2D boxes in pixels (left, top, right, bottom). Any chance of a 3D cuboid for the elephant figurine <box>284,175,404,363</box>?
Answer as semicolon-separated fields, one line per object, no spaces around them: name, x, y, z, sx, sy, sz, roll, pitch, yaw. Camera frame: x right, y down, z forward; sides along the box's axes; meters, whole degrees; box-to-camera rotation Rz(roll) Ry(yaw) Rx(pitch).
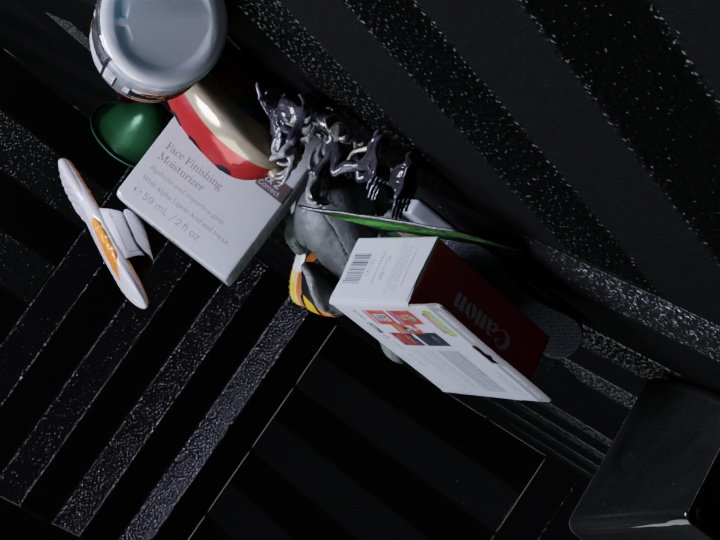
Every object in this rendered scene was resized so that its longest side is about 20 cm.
elephant figurine;0.000;0.000;1.514;0.154;0.141;0.202;-7;-112;-40

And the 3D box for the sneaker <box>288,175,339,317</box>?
sneaker;-0.041;-0.036;1.709;0.069;0.203;0.090;-14;-151;-39

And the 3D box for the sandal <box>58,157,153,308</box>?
sandal;-0.287;-0.055;1.539;0.208;0.059;0.079;59;162;13

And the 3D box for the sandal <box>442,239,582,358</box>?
sandal;0.161;0.030;1.485;0.199;0.076;0.043;37;-159;-6

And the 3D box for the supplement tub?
supplement tub;-0.197;-0.226;1.255;0.122;0.123;0.200;37;175;-12

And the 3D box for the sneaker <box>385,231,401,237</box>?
sneaker;0.016;-0.040;1.735;0.198;0.080;0.131;23;172;21

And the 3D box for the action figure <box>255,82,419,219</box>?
action figure;-0.042;-0.119;1.321;0.199;0.103;0.118;30;-176;34

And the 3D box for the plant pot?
plant pot;0.375;0.239;1.370;0.199;0.201;0.177;37;161;-7

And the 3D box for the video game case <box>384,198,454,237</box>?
video game case;0.112;-0.019;1.589;0.199;0.023;0.182;37;174;-14

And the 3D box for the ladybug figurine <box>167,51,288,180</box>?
ladybug figurine;-0.149;-0.169;1.417;0.201;0.072;0.135;54;-158;22

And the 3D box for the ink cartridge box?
ink cartridge box;0.100;0.052;1.383;0.200;0.085;0.175;39;157;-33

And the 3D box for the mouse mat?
mouse mat;0.053;-0.042;1.340;0.198;0.008;0.160;12;180;32

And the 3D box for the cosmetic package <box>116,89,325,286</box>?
cosmetic package;-0.160;-0.112;1.559;0.164;0.201;0.165;36;175;-1

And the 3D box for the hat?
hat;-0.359;-0.286;2.254;0.165;0.177;0.201;34;-148;-6
